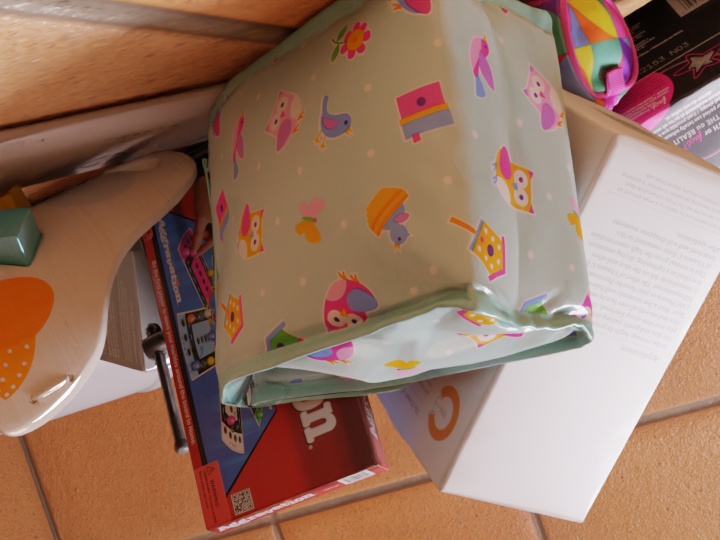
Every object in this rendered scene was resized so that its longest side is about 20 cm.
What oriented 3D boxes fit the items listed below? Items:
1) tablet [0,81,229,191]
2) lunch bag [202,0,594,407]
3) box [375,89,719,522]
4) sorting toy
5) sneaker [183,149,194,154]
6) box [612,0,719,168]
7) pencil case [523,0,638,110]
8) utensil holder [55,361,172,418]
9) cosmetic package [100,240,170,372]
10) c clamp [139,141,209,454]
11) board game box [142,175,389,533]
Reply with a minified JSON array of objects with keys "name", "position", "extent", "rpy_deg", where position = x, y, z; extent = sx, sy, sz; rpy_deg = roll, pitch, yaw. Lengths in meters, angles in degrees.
[{"name":"tablet","position":[-0.138,-0.072,0.667],"extent":[0.200,0.014,0.130],"rpy_deg":[-19,180,-34]},{"name":"lunch bag","position":[0.000,-0.028,0.585],"extent":[0.200,0.170,0.122],"rpy_deg":[-20,158,41]},{"name":"box","position":[0.100,0.012,0.646],"extent":[0.097,0.200,0.124],"rpy_deg":[18,-163,-25]},{"name":"sorting toy","position":[-0.178,-0.005,0.659],"extent":[0.180,0.107,0.200],"rpy_deg":[-41,-163,-28]},{"name":"sneaker","position":[-0.082,-0.075,0.897],"extent":[0.082,0.070,0.200],"rpy_deg":[-42,177,3]},{"name":"box","position":[0.205,-0.095,0.786],"extent":[0.200,0.115,0.132],"rpy_deg":[-31,-148,12]},{"name":"pencil case","position":[0.073,-0.108,0.754],"extent":[0.200,0.088,0.088],"rpy_deg":[-21,179,43]},{"name":"utensil holder","position":[-0.309,0.064,1.204],"extent":[0.200,0.170,0.170],"rpy_deg":[-15,177,-43]},{"name":"cosmetic package","position":[-0.171,0.007,0.840],"extent":[0.107,0.090,0.200],"rpy_deg":[-14,-167,-42]},{"name":"c clamp","position":[-0.052,-0.013,0.704],"extent":[0.200,0.171,0.027],"rpy_deg":[-32,153,10]},{"name":"board game box","position":[-0.059,0.033,0.666],"extent":[0.103,0.200,0.019],"rpy_deg":[-23,155,13]}]
